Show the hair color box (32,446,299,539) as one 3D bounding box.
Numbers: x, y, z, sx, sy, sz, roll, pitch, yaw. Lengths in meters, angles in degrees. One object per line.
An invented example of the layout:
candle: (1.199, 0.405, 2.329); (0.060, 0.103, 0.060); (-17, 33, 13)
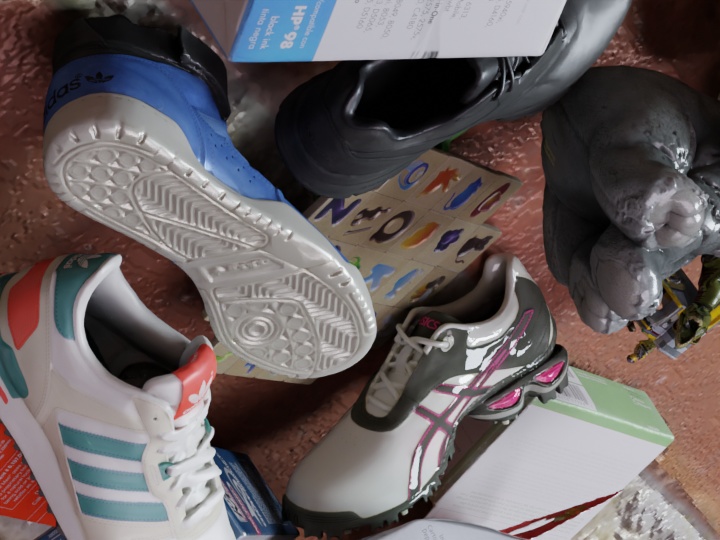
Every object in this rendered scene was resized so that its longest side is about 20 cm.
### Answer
hair color box: (-0.100, 0.143, 1.154); (0.100, 0.061, 0.200); (-35, 171, 1)

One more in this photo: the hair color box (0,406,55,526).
hair color box: (-0.213, 0.048, 1.008); (0.200, 0.102, 0.061); (19, 121, -47)

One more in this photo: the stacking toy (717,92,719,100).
stacking toy: (0.243, -0.123, 1.145); (0.146, 0.146, 0.200); (-8, 152, -28)

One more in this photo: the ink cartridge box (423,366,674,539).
ink cartridge box: (0.083, 0.145, 1.366); (0.145, 0.048, 0.200); (19, 121, -45)

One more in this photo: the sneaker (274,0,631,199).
sneaker: (0.057, -0.099, 1.017); (0.200, 0.076, 0.091); (-35, -177, -20)

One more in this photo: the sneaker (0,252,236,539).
sneaker: (-0.096, 0.078, 0.985); (0.093, 0.200, 0.070); (-20, -163, 36)

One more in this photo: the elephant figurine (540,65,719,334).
elephant figurine: (0.198, -0.043, 1.107); (0.199, 0.142, 0.156); (-10, 114, -15)

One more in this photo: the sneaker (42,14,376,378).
sneaker: (-0.066, -0.040, 0.995); (0.077, 0.111, 0.200); (-35, 128, 23)

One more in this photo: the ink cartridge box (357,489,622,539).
ink cartridge box: (0.025, 0.159, 1.224); (0.200, 0.050, 0.161); (-26, 178, -28)

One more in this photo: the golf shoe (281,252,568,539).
golf shoe: (0.027, 0.068, 1.213); (0.200, 0.077, 0.088); (-37, 128, -27)

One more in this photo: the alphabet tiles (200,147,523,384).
alphabet tiles: (0.000, 0.000, 1.135); (0.166, 0.006, 0.200); (-44, 158, 15)

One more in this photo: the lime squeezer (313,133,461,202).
lime squeezer: (0.020, -0.046, 1.122); (0.200, 0.038, 0.071); (-41, 142, 9)

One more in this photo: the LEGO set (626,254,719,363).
LEGO set: (0.196, 0.026, 1.218); (0.116, 0.200, 0.154); (-40, 162, 13)

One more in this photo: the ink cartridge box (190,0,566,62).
ink cartridge box: (0.017, -0.150, 0.941); (0.199, 0.116, 0.067); (-4, 134, -31)
